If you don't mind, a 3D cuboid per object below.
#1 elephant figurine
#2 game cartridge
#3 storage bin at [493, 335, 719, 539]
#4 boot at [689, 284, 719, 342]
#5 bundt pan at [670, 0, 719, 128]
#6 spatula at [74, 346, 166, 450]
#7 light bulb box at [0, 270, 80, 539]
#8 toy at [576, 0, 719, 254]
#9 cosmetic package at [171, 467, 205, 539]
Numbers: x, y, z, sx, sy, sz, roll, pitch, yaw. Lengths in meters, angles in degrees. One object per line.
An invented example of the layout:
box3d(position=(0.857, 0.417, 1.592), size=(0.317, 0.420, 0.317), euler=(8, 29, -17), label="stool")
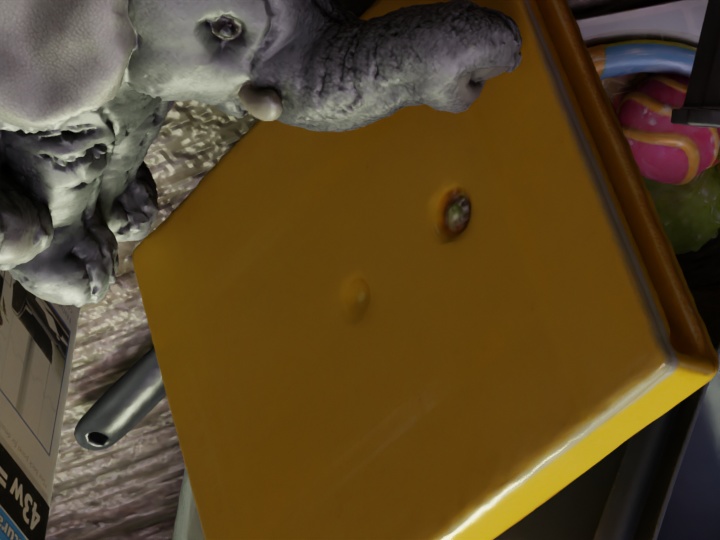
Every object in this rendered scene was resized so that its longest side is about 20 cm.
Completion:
box3d(position=(-0.071, -0.089, 0.685), size=(0.154, 0.143, 0.200), euler=(14, 144, -34), label="elephant figurine")
box3d(position=(0.009, 0.011, 0.692), size=(0.032, 0.177, 0.200), euler=(11, 139, -40), label="game cartridge")
box3d(position=(0.077, 0.101, 0.769), size=(0.133, 0.146, 0.201), euler=(8, 146, 27), label="storage bin")
box3d(position=(0.120, 0.073, 0.888), size=(0.198, 0.073, 0.156), euler=(9, 144, -23), label="boot")
box3d(position=(0.196, -0.073, 0.642), size=(0.200, 0.202, 0.076), euler=(3, 95, -1), label="bundt pan")
box3d(position=(-0.057, 0.022, 0.875), size=(0.056, 0.021, 0.200), euler=(30, 131, -25), label="spatula")
box3d(position=(-0.225, 0.069, 0.803), size=(0.197, 0.201, 0.125), euler=(-16, 134, 18), label="light bulb box")
box3d(position=(0.119, -0.043, 0.780), size=(0.198, 0.047, 0.116), euler=(-12, 133, 14), label="toy")
box3d(position=(-0.048, 0.150, 0.948), size=(0.080, 0.113, 0.201), euler=(7, 138, -5), label="cosmetic package")
